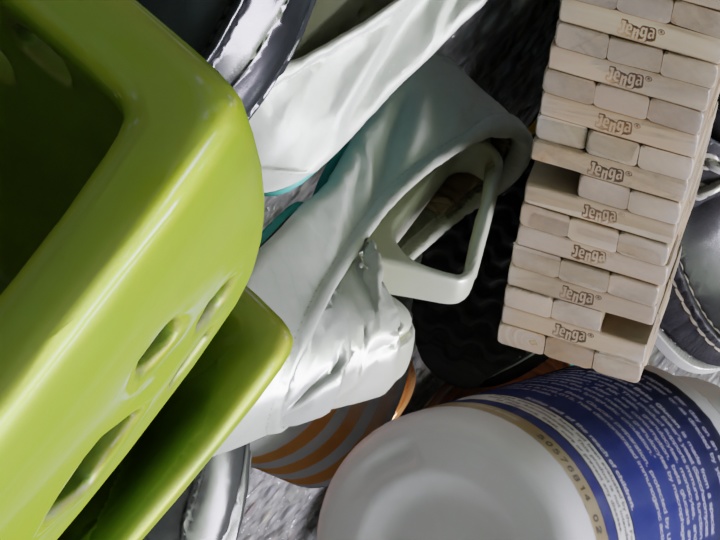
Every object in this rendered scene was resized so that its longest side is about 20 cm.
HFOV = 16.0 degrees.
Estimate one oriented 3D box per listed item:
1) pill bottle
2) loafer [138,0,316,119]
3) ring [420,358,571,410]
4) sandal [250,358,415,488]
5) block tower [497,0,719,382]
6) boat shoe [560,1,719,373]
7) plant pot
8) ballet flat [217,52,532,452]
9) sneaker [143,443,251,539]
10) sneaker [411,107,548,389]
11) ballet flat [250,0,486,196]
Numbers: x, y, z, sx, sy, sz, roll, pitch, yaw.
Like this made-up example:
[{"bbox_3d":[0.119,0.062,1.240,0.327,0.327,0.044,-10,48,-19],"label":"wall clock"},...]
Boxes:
[{"bbox_3d":[0.080,0.093,0.960,0.200,0.111,0.111,-11,134,-57],"label":"pill bottle"},{"bbox_3d":[-0.038,-0.115,0.694,0.070,0.068,0.201,8,112,-55],"label":"loafer"},{"bbox_3d":[0.035,0.122,1.035,0.200,0.019,0.201,-38,137,-46],"label":"ring"},{"bbox_3d":[-0.007,0.046,0.973,0.079,0.059,0.207,-55,156,5],"label":"sandal"},{"bbox_3d":[0.087,-0.046,0.838,0.201,0.058,0.054,94,15,-47],"label":"block tower"},{"bbox_3d":[0.122,-0.060,0.922,0.074,0.060,0.201,-14,97,-33],"label":"boat shoe"},{"bbox_3d":[-0.139,0.012,0.529,0.199,0.200,0.182,-50,164,-7],"label":"plant pot"},{"bbox_3d":[0.000,0.000,0.840,0.200,0.069,0.070,-54,162,-40],"label":"ballet flat"},{"bbox_3d":[-0.108,0.109,0.861,0.200,0.075,0.079,-57,154,8],"label":"sneaker"},{"bbox_3d":[0.088,-0.033,1.001,0.201,0.070,0.090,-61,162,-13],"label":"sneaker"},{"bbox_3d":[0.016,-0.109,0.809,0.200,0.069,0.070,-46,156,-12],"label":"ballet flat"}]
